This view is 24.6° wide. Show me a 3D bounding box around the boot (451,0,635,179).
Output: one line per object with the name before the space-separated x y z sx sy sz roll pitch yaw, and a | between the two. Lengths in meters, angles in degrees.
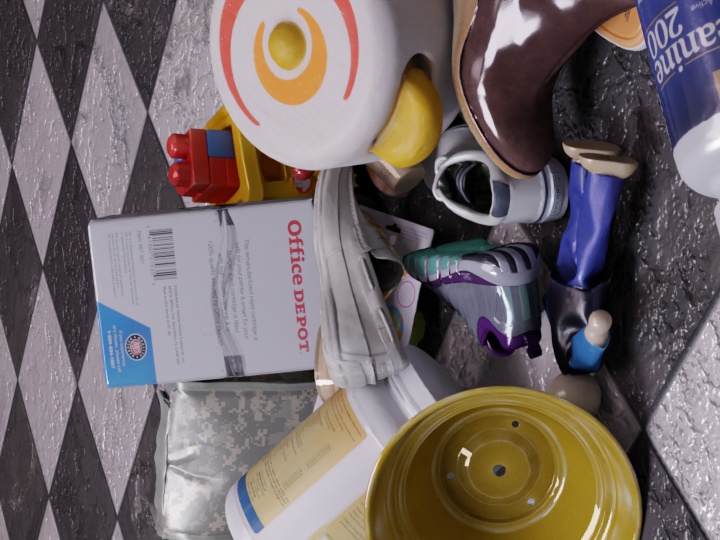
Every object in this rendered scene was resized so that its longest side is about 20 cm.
boot | 0.135 -0.168 1.135 0.165 0.072 0.202 -6 100 52

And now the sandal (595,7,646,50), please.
sandal | 0.145 -0.220 1.198 0.207 0.059 0.080 47 132 54

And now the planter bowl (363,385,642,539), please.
planter bowl | 0.103 0.162 1.206 0.084 0.198 0.203 -80 -1 -70

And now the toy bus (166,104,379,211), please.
toy bus | -0.089 -0.069 1.538 0.135 0.190 0.203 -32 64 58

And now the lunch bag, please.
lunch bag | -0.105 0.163 1.566 0.117 0.198 0.166 35 123 58

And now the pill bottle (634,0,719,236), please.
pill bottle | 0.230 -0.112 0.969 0.111 0.110 0.202 -41 55 57

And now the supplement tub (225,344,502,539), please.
supplement tub | 0.005 0.171 1.324 0.200 0.144 0.145 -42 44 10

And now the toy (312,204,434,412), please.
toy | 0.022 0.054 1.462 0.115 0.047 0.202 20 97 52

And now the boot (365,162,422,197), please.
boot | 0.033 -0.195 1.426 0.187 0.064 0.201 56 140 35

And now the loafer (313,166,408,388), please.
loafer | 0.000 0.000 1.312 0.070 0.069 0.202 78 -175 -61

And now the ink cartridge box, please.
ink cartridge box | -0.127 0.017 1.444 0.084 0.197 0.147 -68 -28 -84

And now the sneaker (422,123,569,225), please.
sneaker | 0.087 -0.079 1.306 0.200 0.070 0.074 -162 73 -65

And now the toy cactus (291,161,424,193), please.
toy cactus | -0.007 -0.136 1.375 0.166 0.102 0.201 54 127 26

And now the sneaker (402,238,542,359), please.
sneaker | 0.087 0.024 1.303 0.200 0.074 0.089 -170 69 -75

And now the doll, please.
doll | 0.159 0.014 1.182 0.137 0.048 0.203 -118 31 -71

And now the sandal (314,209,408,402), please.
sandal | 0.009 0.013 1.407 0.078 0.069 0.214 58 -148 -57

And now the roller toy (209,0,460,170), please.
roller toy | -0.017 -0.168 1.234 0.181 0.139 0.203 -11 92 41
